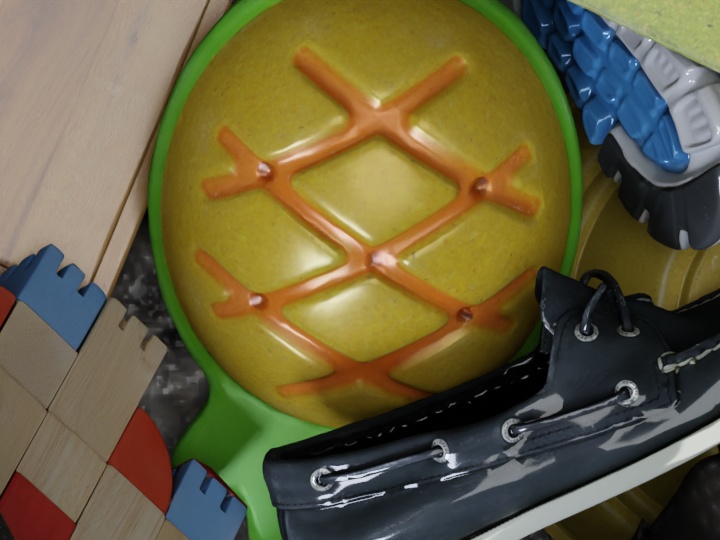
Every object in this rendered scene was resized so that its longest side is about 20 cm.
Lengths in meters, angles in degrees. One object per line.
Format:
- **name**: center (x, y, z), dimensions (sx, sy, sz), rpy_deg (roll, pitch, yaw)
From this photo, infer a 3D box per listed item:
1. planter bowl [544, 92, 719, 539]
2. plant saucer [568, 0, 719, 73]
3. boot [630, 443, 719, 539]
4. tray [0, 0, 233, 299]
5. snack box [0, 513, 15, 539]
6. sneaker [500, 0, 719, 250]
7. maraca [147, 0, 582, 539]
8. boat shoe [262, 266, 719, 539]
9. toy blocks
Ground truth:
- **planter bowl**: center (0.138, 0.017, 0.967), dimensions (0.199, 0.083, 0.202), rpy_deg (0, 90, -8)
- **plant saucer**: center (0.076, -0.161, 0.912), dimensions (0.199, 0.048, 0.200), rpy_deg (24, 42, -8)
- **boot**: center (0.039, 0.131, 0.913), dimensions (0.173, 0.200, 0.069), rpy_deg (-7, 53, -13)
- **tray**: center (-0.092, -0.092, 0.957), dimensions (0.098, 0.037, 0.201), rpy_deg (23, 86, -8)
- **snack box**: center (-0.151, 0.087, 0.805), dimensions (0.116, 0.037, 0.200), rpy_deg (-15, 122, 22)
- **sneaker**: center (0.097, -0.093, 0.946), dimensions (0.086, 0.075, 0.201), rpy_deg (-11, 59, -27)
- **maraca**: center (0.000, 0.000, 0.939), dimensions (0.136, 0.107, 0.201), rpy_deg (4, 110, 0)
- **boat shoe**: center (0.060, 0.033, 0.884), dimensions (0.199, 0.075, 0.066), rpy_deg (-29, 97, 7)
- **toy blocks**: center (-0.111, 0.055, 0.893), dimensions (0.200, 0.100, 0.137), rpy_deg (44, 45, -19)
